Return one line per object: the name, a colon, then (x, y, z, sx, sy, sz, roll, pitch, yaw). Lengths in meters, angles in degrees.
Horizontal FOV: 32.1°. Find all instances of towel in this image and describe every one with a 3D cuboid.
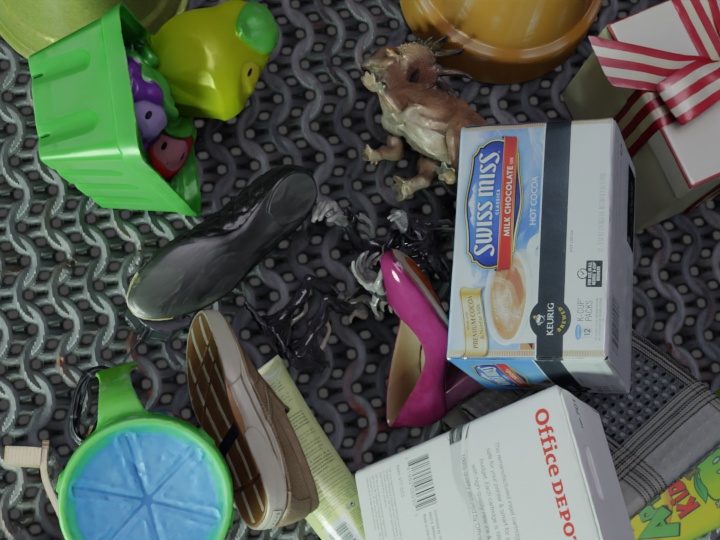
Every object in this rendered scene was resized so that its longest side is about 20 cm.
towel: (0.196, 0.130, 1.084, 0.199, 0.035, 0.192, -35, 50, -15)

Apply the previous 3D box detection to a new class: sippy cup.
sippy cup: (-0.171, 0.173, 1.018, 0.139, 0.130, 0.179, 19, 92, -8)

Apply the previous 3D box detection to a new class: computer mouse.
computer mouse: (-0.195, 0.065, 1.102, 0.058, 0.034, 0.201, 34, 76, -9)

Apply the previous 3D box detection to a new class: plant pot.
plant pot: (0.145, -0.299, 1.153, 0.198, 0.183, 0.202, 2, 76, -7)
plant pot: (-0.249, -0.301, 1.103, 0.198, 0.184, 0.202, 2, 76, -7)

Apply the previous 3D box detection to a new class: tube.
tube: (-0.043, 0.173, 1.090, 0.200, 0.052, 0.058, 52, 37, 11)

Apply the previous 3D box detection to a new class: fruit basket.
fruit basket: (-0.158, -0.143, 1.068, 0.214, 0.216, 0.157, -8, 77, -9)

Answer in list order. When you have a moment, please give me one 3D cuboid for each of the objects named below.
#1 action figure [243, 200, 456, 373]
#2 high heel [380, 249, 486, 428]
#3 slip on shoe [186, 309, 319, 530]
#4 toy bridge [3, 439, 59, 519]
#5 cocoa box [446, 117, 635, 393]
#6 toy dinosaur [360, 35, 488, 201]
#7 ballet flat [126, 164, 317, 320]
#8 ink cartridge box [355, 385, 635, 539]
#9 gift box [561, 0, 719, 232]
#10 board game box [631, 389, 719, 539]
action figure: (0.000, 0.000, 1.100, 0.200, 0.102, 0.119, -38, 39, -8)
high heel: (0.035, 0.066, 1.054, 0.096, 0.201, 0.068, -28, 40, 4)
slip on shoe: (-0.092, 0.122, 1.061, 0.060, 0.076, 0.201, -3, 52, -36)
toy bridge: (-0.273, 0.243, 1.051, 0.067, 0.027, 0.202, 4, 76, -9)
cocoa box: (0.153, -0.009, 1.038, 0.130, 0.133, 0.202, -1, 74, 20)
toy dinosaur: (0.071, -0.138, 1.139, 0.200, 0.086, 0.135, 47, 51, 6)
ballet flat: (-0.118, -0.021, 1.098, 0.199, 0.057, 0.067, -37, 102, -13)
ink cartridge box: (0.106, 0.201, 0.997, 0.199, 0.086, 0.147, -26, 56, 24)
gift box: (0.294, -0.164, 1.138, 0.184, 0.187, 0.201, -28, 82, -13)
board game box: (0.262, 0.191, 1.107, 0.199, 0.048, 0.102, -23, 89, -8)
